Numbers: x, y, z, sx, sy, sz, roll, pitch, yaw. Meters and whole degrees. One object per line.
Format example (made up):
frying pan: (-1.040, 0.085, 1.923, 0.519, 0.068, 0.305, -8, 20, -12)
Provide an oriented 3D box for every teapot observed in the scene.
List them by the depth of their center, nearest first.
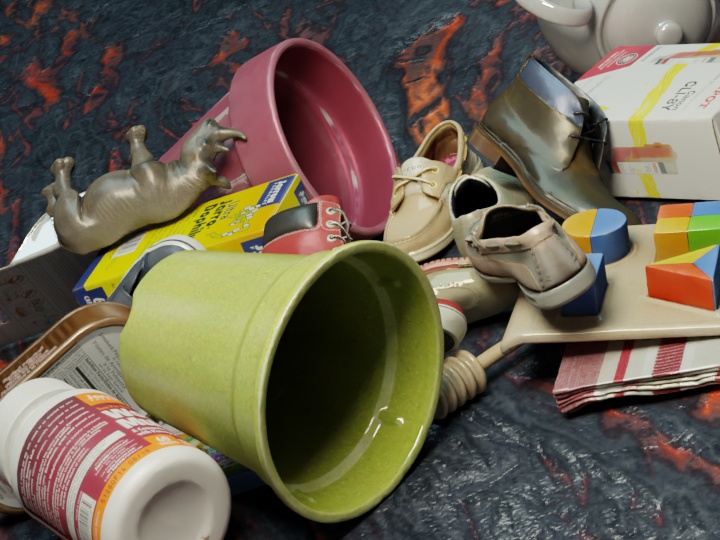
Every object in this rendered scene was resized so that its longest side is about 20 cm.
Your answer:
teapot: (0.263, -0.251, 1.934, 0.199, 0.198, 0.146, -31, 34, 5)

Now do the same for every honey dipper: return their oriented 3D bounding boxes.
honey dipper: (0.126, 0.053, 1.590, 0.199, 0.038, 0.038, -30, 24, -28)

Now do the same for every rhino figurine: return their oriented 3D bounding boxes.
rhino figurine: (-0.189, -0.078, 1.804, 0.198, 0.060, 0.088, -23, 61, 7)

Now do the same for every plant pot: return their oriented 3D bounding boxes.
plant pot: (-0.070, 0.063, 1.490, 0.183, 0.202, 0.200, 13, 40, 40)
plant pot: (-0.088, -0.088, 1.901, 0.178, 0.201, 0.200, -27, 18, 28)

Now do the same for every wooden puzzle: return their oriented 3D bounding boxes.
wooden puzzle: (0.212, -0.004, 1.559, 0.198, 0.047, 0.186, -8, 24, 19)

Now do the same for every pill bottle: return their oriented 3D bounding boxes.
pill bottle: (-0.193, 0.153, 1.519, 0.109, 0.110, 0.199, -34, 35, -26)

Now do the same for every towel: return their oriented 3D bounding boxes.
towel: (0.247, 0.048, 1.507, 0.198, 0.023, 0.144, -10, 24, 21)

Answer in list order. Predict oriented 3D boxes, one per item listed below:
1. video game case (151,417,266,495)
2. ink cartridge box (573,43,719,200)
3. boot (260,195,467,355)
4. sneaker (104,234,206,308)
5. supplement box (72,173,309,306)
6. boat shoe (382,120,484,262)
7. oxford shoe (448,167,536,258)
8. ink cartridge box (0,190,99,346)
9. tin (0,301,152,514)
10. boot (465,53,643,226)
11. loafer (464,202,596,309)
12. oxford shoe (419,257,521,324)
video game case: (-0.126, 0.133, 1.653, 0.142, 0.018, 0.200, -19, 24, 6)
ink cartridge box: (0.276, -0.133, 1.786, 0.199, 0.084, 0.145, 4, 35, 46)
boot: (0.000, 0.000, 1.615, 0.198, 0.073, 0.145, 0, 57, 27)
sneaker: (-0.195, 0.060, 1.717, 0.200, 0.078, 0.079, -52, 1, 27)
supplement box: (-0.131, 0.011, 1.784, 0.198, 0.109, 0.110, -17, 23, 24)
boat shoe: (0.058, -0.073, 1.865, 0.073, 0.070, 0.200, -11, 25, 24)
oxford shoe: (0.112, -0.058, 1.759, 0.070, 0.074, 0.200, -22, 20, 9)
ink cartridge box: (-0.279, -0.006, 1.920, 0.198, 0.162, 0.051, -19, 66, 3)
tin: (-0.241, 0.113, 1.652, 0.200, 0.112, 0.042, -42, 37, -9)
boot: (0.179, -0.100, 1.711, 0.200, 0.097, 0.074, 38, 15, 33)
loafer: (0.121, -0.026, 1.542, 0.072, 0.063, 0.200, -33, 18, -6)
oxford shoe: (0.043, 0.047, 1.651, 0.198, 0.071, 0.074, -18, 47, 12)
